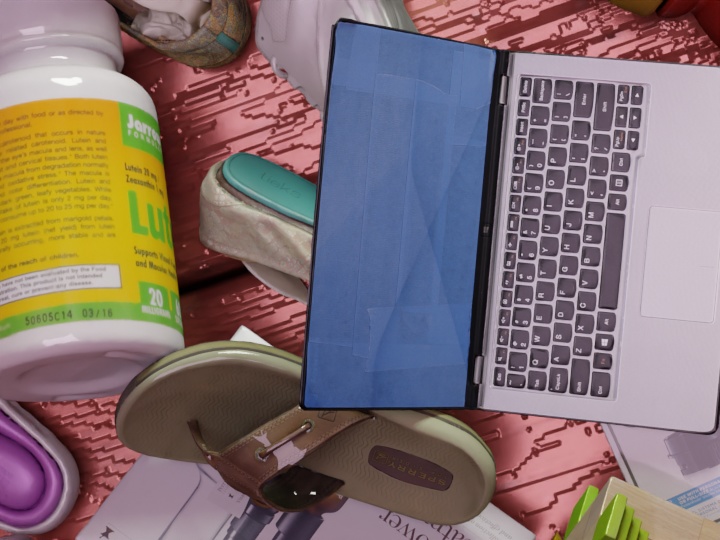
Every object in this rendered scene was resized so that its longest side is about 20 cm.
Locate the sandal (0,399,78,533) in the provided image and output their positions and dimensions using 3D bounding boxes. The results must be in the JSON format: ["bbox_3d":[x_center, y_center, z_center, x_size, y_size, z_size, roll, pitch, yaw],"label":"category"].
[{"bbox_3d":[-0.251,0.081,1.108,0.202,0.050,0.083,25,94,8],"label":"sandal"}]

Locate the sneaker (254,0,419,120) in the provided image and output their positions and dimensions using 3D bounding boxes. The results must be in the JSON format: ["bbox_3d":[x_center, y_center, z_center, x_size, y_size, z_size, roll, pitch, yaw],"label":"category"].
[{"bbox_3d":[-0.008,-0.119,1.074,0.087,0.074,0.201,-21,80,21],"label":"sneaker"}]

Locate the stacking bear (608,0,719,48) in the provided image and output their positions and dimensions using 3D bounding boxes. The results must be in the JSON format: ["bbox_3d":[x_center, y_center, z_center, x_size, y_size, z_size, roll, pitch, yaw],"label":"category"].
[{"bbox_3d":[0.162,-0.183,1.020,0.199,0.121,0.114,36,94,0],"label":"stacking bear"}]

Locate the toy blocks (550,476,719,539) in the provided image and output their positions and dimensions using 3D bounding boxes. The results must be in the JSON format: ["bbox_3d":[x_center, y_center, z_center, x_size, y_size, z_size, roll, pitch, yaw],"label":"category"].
[{"bbox_3d":[0.157,0.188,0.991,0.136,0.200,0.100,24,51,1],"label":"toy blocks"}]

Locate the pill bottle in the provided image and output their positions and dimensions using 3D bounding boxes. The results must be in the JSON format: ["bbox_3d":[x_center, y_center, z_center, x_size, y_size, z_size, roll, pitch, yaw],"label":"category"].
[{"bbox_3d":[-0.158,-0.040,1.036,0.110,0.111,0.202,-11,74,10],"label":"pill bottle"}]

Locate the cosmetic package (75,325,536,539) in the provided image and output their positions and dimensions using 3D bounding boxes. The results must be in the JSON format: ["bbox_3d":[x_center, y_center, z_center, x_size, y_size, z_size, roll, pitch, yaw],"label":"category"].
[{"bbox_3d":[-0.029,0.148,1.048,0.199,0.052,0.151,34,70,8],"label":"cosmetic package"}]

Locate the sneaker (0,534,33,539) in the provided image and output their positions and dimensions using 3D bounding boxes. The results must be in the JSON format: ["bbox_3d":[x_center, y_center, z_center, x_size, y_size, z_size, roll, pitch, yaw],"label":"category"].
[{"bbox_3d":[-0.225,0.250,1.094,0.111,0.073,0.202,-4,97,10],"label":"sneaker"}]

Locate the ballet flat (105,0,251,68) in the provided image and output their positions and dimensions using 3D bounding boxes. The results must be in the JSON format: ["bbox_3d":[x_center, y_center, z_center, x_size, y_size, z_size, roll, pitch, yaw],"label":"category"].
[{"bbox_3d":[-0.150,-0.180,1.091,0.199,0.071,0.071,33,95,8],"label":"ballet flat"}]

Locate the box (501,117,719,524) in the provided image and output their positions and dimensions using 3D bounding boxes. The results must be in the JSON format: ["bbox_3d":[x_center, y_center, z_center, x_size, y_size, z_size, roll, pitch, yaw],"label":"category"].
[{"bbox_3d":[0.167,0.033,1.039,0.116,0.060,0.201,-24,86,9],"label":"box"}]

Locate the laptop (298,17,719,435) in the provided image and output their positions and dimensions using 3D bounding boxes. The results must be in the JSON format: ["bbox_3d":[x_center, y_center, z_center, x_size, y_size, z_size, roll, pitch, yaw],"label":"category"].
[{"bbox_3d":[0.085,-0.018,0.964,0.198,0.116,0.189,6,92,10],"label":"laptop"}]

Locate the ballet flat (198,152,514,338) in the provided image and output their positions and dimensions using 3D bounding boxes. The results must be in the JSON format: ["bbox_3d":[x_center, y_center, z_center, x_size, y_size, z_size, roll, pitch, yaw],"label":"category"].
[{"bbox_3d":[0.000,0.000,1.077,0.199,0.067,0.063,28,122,12],"label":"ballet flat"}]

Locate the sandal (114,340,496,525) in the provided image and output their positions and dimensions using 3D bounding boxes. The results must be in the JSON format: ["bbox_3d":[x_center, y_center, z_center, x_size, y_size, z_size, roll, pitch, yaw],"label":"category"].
[{"bbox_3d":[-0.027,0.091,0.995,0.199,0.058,0.080,14,127,-1],"label":"sandal"}]
